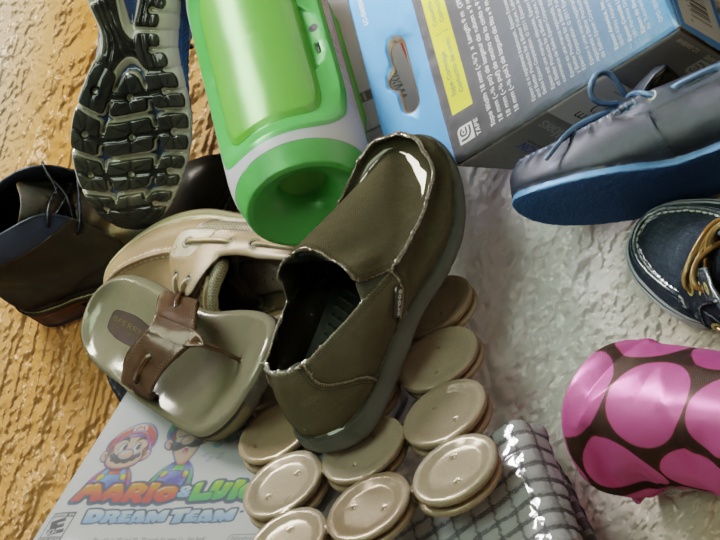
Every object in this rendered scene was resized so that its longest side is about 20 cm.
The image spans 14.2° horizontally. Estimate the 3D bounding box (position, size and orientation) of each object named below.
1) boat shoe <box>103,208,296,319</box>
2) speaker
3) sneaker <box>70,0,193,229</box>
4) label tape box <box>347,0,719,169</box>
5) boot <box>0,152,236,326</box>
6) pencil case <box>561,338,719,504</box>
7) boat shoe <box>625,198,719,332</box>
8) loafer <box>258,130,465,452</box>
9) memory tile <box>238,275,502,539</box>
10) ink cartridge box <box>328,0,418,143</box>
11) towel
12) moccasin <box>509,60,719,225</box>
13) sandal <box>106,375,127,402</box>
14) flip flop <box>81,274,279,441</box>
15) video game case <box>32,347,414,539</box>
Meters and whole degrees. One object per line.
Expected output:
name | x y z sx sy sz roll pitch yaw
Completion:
boat shoe | -0.084 0.004 1.741 0.200 0.071 0.065 -14 23 35
speaker | -0.050 -0.113 1.712 0.088 0.088 0.200 -36 47 24
sneaker | -0.131 -0.125 1.796 0.078 0.089 0.201 4 93 11
label tape box | 0.100 -0.140 1.655 0.200 0.063 0.145 -30 58 29
boot | -0.171 -0.031 1.840 0.200 0.097 0.075 -30 50 29
pencil case | 0.200 0.088 1.437 0.091 0.094 0.200 -30 27 -36
boat shoe | 0.194 -0.003 1.484 0.200 0.091 0.071 26 88 47
loafer | 0.000 0.000 1.580 0.075 0.070 0.200 -8 52 36
memory tile | 0.002 0.086 1.572 0.153 0.017 0.200 -25 32 13
ink cartridge box | 0.000 -0.142 1.774 0.200 0.057 0.163 -44 45 24
towel | 0.051 0.195 1.522 0.200 0.086 0.166 -39 39 15
moccasin | 0.174 -0.078 1.562 0.199 0.080 0.068 -16 66 22
sandal | -0.105 0.098 1.754 0.075 0.045 0.200 -30 33 1
flip flop | -0.112 0.041 1.669 0.200 0.058 0.081 23 84 52
video game case | -0.073 0.103 1.652 0.200 0.024 0.182 -5 39 34
